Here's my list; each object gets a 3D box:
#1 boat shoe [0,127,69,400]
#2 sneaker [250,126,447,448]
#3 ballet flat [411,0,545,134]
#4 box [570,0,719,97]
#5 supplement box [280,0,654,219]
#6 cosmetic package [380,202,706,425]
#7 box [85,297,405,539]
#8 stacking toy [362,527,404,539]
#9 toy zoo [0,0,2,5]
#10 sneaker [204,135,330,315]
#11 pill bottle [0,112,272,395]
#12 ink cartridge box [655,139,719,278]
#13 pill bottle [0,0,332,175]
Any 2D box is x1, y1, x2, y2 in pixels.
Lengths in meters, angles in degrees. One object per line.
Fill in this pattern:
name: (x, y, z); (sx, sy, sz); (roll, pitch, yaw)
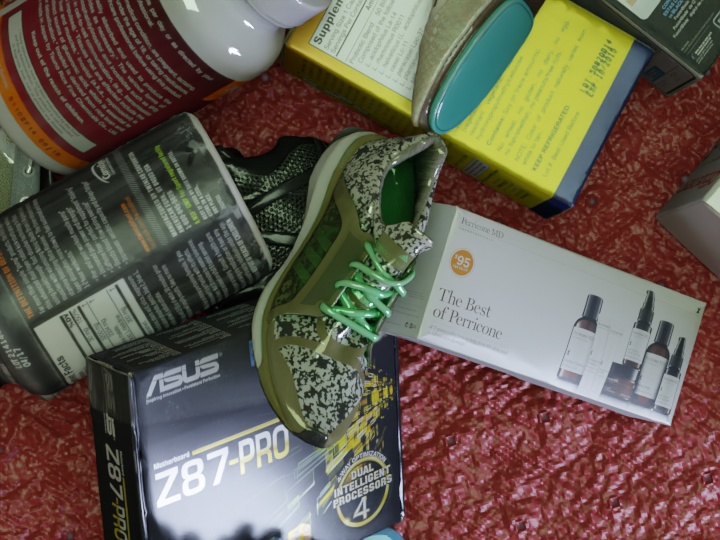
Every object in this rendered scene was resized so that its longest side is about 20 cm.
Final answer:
boat shoe: (-0.201, -0.023, 1.271); (0.064, 0.074, 0.204); (-13, 81, 1)
sneaker: (0.000, 0.000, 1.154); (0.076, 0.088, 0.202); (27, 63, -26)
ballet flat: (0.080, -0.168, 1.193); (0.062, 0.067, 0.201); (36, 85, 26)
box: (0.140, -0.196, 1.274); (0.199, 0.117, 0.060); (39, 89, -2)
supplement box: (0.062, -0.129, 1.269); (0.199, 0.110, 0.109); (29, 86, -2)
cosmetic package: (0.113, 0.027, 1.251); (0.199, 0.050, 0.083); (19, 85, -30)
box: (-0.062, 0.101, 1.208); (0.199, 0.049, 0.163); (-18, 113, -38)
stacking toy: (0.000, 0.219, 1.204); (0.109, 0.200, 0.117); (-20, 88, -3)
toy zoo: (-0.181, -0.216, 1.305); (0.130, 0.020, 0.202); (-13, 88, -4)
sneaker: (-0.074, 0.000, 1.275); (0.114, 0.076, 0.200); (35, 83, 1)
pill bottle: (-0.159, 0.001, 1.182); (0.199, 0.106, 0.107); (-29, 89, -4)
ink cartridge box: (0.307, -0.064, 1.259); (0.146, 0.147, 0.200); (41, 86, -1)
pill bottle: (-0.118, -0.144, 1.203); (0.199, 0.113, 0.114); (-26, 89, 27)
